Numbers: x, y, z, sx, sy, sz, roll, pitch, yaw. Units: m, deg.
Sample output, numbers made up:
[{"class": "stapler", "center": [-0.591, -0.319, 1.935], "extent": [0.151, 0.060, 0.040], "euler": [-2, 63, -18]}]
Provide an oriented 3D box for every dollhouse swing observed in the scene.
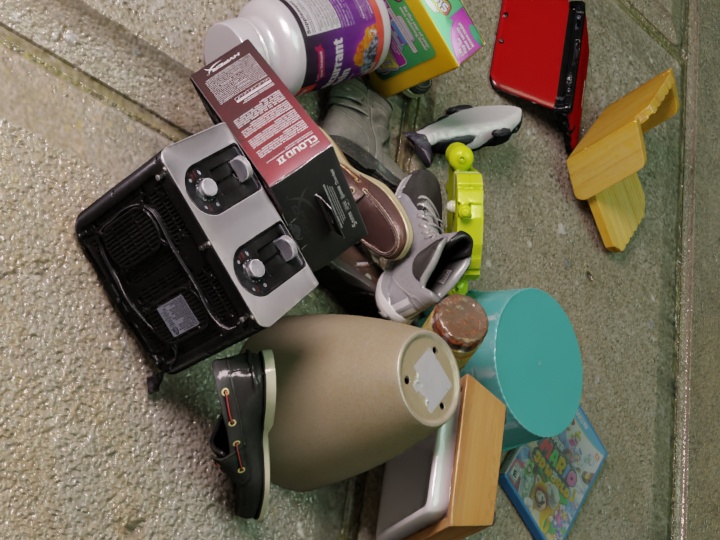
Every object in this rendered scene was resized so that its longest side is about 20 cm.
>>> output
[{"class": "dollhouse swing", "center": [0.425, -0.159, 1.694], "extent": [0.177, 0.181, 0.200], "euler": [53, 41, -8]}]

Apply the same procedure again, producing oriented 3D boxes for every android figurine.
[{"class": "android figurine", "center": [0.121, -0.059, 1.352], "extent": [0.200, 0.040, 0.186], "euler": [-83, 174, -78]}]

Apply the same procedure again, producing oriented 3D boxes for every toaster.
[{"class": "toaster", "center": [-0.157, -0.012, 1.052], "extent": [0.118, 0.199, 0.183], "euler": [-35, 96, -47]}]

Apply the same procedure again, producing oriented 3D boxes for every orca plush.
[{"class": "orca plush", "center": [0.138, -0.161, 1.470], "extent": [0.199, 0.104, 0.072], "euler": [-33, 134, -48]}]

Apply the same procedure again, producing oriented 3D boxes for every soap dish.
[{"class": "soap dish", "center": [0.086, 0.219, 1.217], "extent": [0.080, 0.200, 0.160], "euler": [15, 64, -12]}]

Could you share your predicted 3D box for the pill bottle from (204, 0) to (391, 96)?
[{"class": "pill bottle", "center": [-0.070, -0.252, 1.243], "extent": [0.198, 0.111, 0.113], "euler": [-25, 96, -37]}]

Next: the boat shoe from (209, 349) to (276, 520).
[{"class": "boat shoe", "center": [-0.115, 0.162, 1.081], "extent": [0.062, 0.204, 0.074], "euler": [-5, 38, -12]}]

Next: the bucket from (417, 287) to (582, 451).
[{"class": "bucket", "center": [0.169, 0.120, 1.375], "extent": [0.205, 0.133, 0.211], "euler": [13, 71, -43]}]

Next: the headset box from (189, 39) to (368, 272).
[{"class": "headset box", "center": [-0.075, -0.107, 1.115], "extent": [0.074, 0.201, 0.149], "euler": [-33, 144, -6]}]

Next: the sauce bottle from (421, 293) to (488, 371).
[{"class": "sauce bottle", "center": [0.080, 0.102, 1.248], "extent": [0.065, 0.201, 0.067], "euler": [8, 56, -12]}]

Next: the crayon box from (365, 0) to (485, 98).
[{"class": "crayon box", "center": [0.032, -0.316, 1.316], "extent": [0.058, 0.172, 0.202], "euler": [-41, 106, -28]}]

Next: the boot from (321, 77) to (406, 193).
[{"class": "boot", "center": [0.027, -0.148, 1.358], "extent": [0.199, 0.067, 0.133], "euler": [36, 51, -35]}]

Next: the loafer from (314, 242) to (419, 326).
[{"class": "loafer", "center": [0.000, 0.000, 1.278], "extent": [0.199, 0.072, 0.072], "euler": [40, 54, -31]}]

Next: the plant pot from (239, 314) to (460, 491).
[{"class": "plant pot", "center": [0.001, 0.123, 1.156], "extent": [0.185, 0.198, 0.191], "euler": [15, 68, -42]}]

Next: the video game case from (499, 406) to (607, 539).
[{"class": "video game case", "center": [0.262, 0.261, 1.515], "extent": [0.144, 0.018, 0.200], "euler": [57, 46, -17]}]

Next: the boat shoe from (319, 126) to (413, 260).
[{"class": "boat shoe", "center": [-0.027, -0.083, 1.227], "extent": [0.200, 0.073, 0.071], "euler": [49, 36, 18]}]

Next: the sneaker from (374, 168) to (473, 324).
[{"class": "sneaker", "center": [0.087, -0.038, 1.247], "extent": [0.074, 0.115, 0.203], "euler": [29, 56, -29]}]

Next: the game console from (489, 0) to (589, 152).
[{"class": "game console", "center": [0.271, -0.304, 1.682], "extent": [0.173, 0.116, 0.203], "euler": [64, 34, -58]}]

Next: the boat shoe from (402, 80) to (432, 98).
[{"class": "boat shoe", "center": [0.057, -0.323, 1.433], "extent": [0.073, 0.064, 0.204], "euler": [-20, 94, -48]}]
